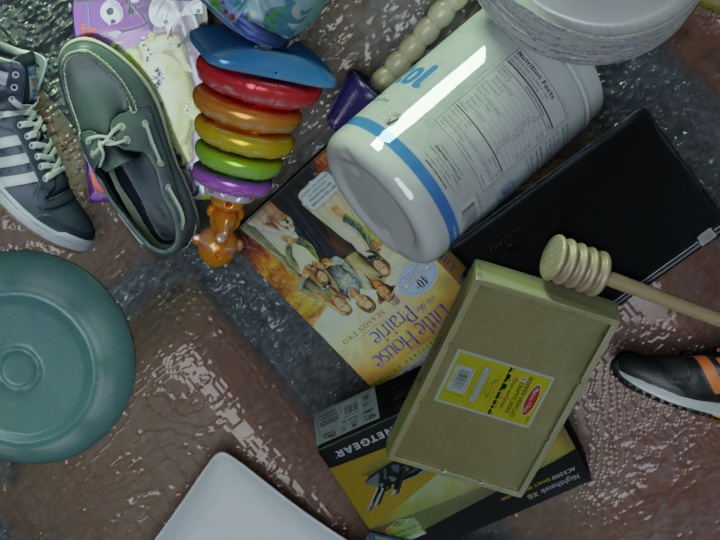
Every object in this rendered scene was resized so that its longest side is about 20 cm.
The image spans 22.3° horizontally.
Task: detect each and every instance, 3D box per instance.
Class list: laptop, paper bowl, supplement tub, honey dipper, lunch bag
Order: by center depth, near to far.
[{"bbox_3d":[0.181,-0.268,1.396,0.199,0.104,0.202,1,74,-5],"label":"paper bowl"},{"bbox_3d":[0.235,0.019,1.446,0.199,0.038,0.038,18,106,-21],"label":"honey dipper"},{"bbox_3d":[-0.109,-0.269,1.463,0.200,0.161,0.083,40,109,-4],"label":"lunch bag"},{"bbox_3d":[0.083,-0.114,1.465,0.200,0.132,0.132,-42,99,-16],"label":"supplement tub"},{"bbox_3d":[0.196,-0.029,1.495,0.187,0.200,0.116,-35,85,12],"label":"laptop"}]

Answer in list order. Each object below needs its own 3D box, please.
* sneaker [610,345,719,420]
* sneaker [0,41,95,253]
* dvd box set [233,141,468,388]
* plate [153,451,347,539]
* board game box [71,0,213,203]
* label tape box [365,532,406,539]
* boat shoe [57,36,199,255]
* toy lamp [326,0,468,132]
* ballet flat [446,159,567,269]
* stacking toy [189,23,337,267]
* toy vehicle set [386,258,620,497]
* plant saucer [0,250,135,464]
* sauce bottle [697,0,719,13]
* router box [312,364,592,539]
[{"bbox_3d":[0.317,0.085,1.574,0.198,0.070,0.091,17,90,0],"label":"sneaker"},{"bbox_3d":[-0.283,-0.113,1.561,0.200,0.070,0.109,43,105,-4],"label":"sneaker"},{"bbox_3d":[0.000,0.000,1.564,0.200,0.029,0.146,46,125,-8],"label":"dvd box set"},{"bbox_3d":[-0.103,0.291,1.669,0.199,0.032,0.200,36,103,-5],"label":"plate"},{"bbox_3d":[-0.182,-0.159,1.564,0.119,0.032,0.202,-1,104,9],"label":"board game box"},{"bbox_3d":[0.046,0.343,1.623,0.143,0.063,0.201,13,114,-15],"label":"label tape box"},{"bbox_3d":[-0.197,-0.102,1.534,0.072,0.062,0.201,-24,102,11],"label":"boat shoe"},{"bbox_3d":[0.048,-0.190,1.524,0.058,0.058,0.200,42,103,-7],"label":"toy lamp"},{"bbox_3d":[0.115,-0.046,1.544,0.199,0.065,0.071,-12,113,33],"label":"ballet flat"},{"bbox_3d":[-0.101,-0.098,1.526,0.115,0.110,0.202,8,107,-19],"label":"stacking toy"},{"bbox_3d":[0.113,0.091,1.480,0.123,0.027,0.201,18,124,-11],"label":"toy vehicle set"},{"bbox_3d":[-0.302,0.084,1.630,0.198,0.036,0.202,1,104,4],"label":"plant saucer"},{"bbox_3d":[0.229,-0.267,1.485,0.199,0.066,0.066,21,105,-2],"label":"sauce bottle"},{"bbox_3d":[0.080,0.154,1.582,0.199,0.052,0.158,-25,124,10],"label":"router box"}]
